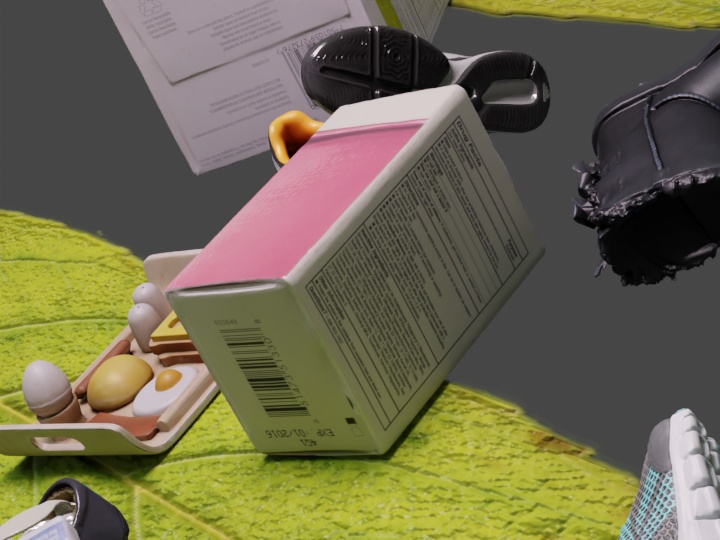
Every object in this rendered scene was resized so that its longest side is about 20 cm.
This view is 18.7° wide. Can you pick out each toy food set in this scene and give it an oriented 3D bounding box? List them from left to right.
[{"bbox_3d":[-0.149,0.050,1.457,0.143,0.061,0.200,-6,33,42],"label":"toy food set"}]

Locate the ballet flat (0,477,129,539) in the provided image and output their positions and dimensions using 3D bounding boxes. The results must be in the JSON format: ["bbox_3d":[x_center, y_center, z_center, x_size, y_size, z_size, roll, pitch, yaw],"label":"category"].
[{"bbox_3d":[-0.202,0.190,1.231,0.073,0.073,0.200,-8,32,39],"label":"ballet flat"}]

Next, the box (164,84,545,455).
[{"bbox_3d":[0.000,0.000,1.310,0.109,0.128,0.200,-6,32,43],"label":"box"}]

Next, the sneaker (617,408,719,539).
[{"bbox_3d":[0.131,0.136,0.974,0.091,0.078,0.200,-25,22,17],"label":"sneaker"}]

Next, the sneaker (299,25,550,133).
[{"bbox_3d":[0.023,-0.119,1.519,0.200,0.076,0.115,4,-6,-36],"label":"sneaker"}]

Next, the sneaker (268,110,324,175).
[{"bbox_3d":[-0.002,-0.064,1.501,0.078,0.078,0.199,-39,27,-26],"label":"sneaker"}]

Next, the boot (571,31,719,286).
[{"bbox_3d":[0.216,-0.079,1.299,0.198,0.074,0.163,-28,21,18],"label":"boot"}]

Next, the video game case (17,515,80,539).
[{"bbox_3d":[-0.209,0.236,1.092,0.199,0.022,0.183,-30,43,1],"label":"video game case"}]

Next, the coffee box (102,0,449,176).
[{"bbox_3d":[-0.068,-0.233,1.752,0.199,0.201,0.198,-17,26,23],"label":"coffee box"}]
